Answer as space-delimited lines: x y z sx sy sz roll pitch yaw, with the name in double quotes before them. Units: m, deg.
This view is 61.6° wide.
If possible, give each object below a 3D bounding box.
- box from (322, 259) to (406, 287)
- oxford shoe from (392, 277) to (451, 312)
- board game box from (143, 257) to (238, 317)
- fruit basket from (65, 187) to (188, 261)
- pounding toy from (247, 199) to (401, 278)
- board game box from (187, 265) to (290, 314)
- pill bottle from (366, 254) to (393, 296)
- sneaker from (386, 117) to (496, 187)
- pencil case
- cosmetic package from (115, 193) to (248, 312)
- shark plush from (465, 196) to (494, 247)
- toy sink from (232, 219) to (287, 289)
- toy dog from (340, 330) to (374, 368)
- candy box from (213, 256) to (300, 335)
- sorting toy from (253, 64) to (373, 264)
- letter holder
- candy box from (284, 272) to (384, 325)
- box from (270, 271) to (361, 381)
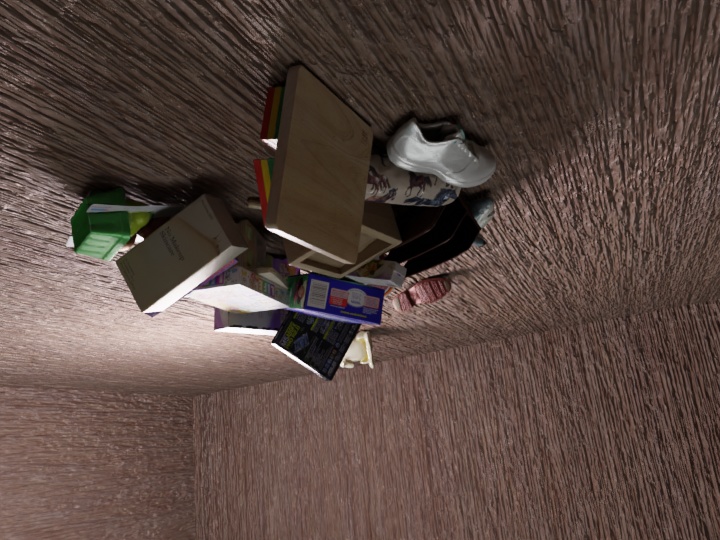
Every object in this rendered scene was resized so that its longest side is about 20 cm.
"box" 0.000 0.000 1.164 0.196 0.040 0.041 6 162 44
"oxford shoe" 0.186 0.059 1.773 0.196 0.072 0.074 -20 -175 33
"board game box" -0.317 -0.016 1.097 0.197 0.122 0.032 -30 140 11
"fruit basket" -0.390 -0.085 1.046 0.197 0.096 0.183 -14 172 -41
"pounding toy" -0.066 -0.087 1.089 0.197 0.146 0.182 -29 155 27
"board game box" -0.239 0.042 1.173 0.131 0.035 0.200 -9 162 19
"pill bottle" 0.005 -0.007 1.363 0.110 0.117 0.199 -12 162 19
"sneaker" 0.142 -0.187 0.923 0.195 0.077 0.089 4 149 -28
"pencil case" 0.071 -0.151 0.973 0.195 0.092 0.078 0 152 -27
"cosmetic package" -0.300 -0.027 1.017 0.198 0.105 0.073 -35 173 11
"shark plush" 0.180 -0.116 1.233 0.195 0.093 0.084 8 152 30
"toy sink" -0.251 -0.025 1.211 0.193 0.116 0.131 -4 164 9
"toy dog" -0.053 0.301 2.360 0.194 0.144 0.195 -9 -160 4
"candy box" -0.232 0.055 1.372 0.196 0.173 0.071 10 162 -41
"sorting toy" -0.068 -0.130 0.812 0.068 0.205 0.199 3 170 29
"letter holder" 0.112 -0.049 1.173 0.198 0.101 0.143 -24 -159 44
"candy box" -0.061 0.061 1.252 0.165 0.080 0.199 13 171 -19
"box" -0.087 0.121 1.371 0.158 0.203 0.044 34 162 -17
